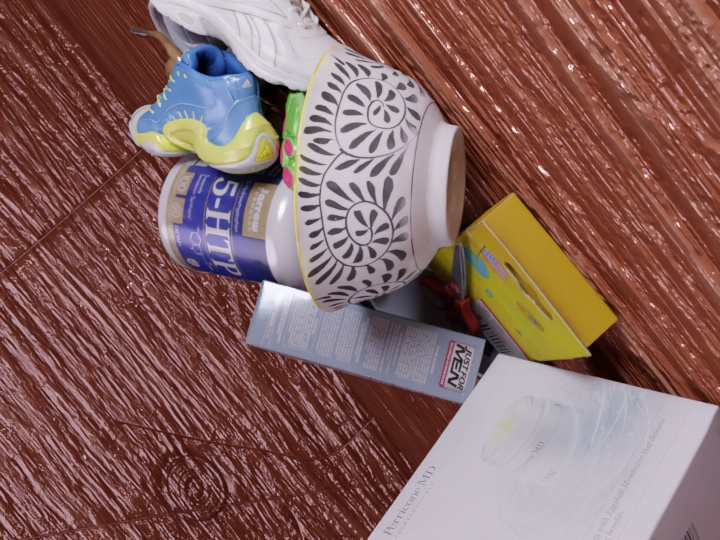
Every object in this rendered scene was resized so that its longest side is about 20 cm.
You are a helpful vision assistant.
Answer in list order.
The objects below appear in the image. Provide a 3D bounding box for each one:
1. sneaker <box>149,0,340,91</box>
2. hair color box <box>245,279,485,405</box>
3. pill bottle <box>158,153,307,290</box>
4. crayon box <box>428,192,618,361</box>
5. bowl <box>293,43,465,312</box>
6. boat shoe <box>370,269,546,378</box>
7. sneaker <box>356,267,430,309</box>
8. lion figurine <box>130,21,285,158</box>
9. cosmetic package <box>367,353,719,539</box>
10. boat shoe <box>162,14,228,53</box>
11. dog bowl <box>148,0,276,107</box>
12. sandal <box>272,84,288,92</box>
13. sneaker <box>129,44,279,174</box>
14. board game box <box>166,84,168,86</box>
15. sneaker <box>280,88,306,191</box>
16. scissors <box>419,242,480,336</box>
[{"bbox_3d":[-0.079,-0.222,0.734,0.199,0.100,0.078,29,-154,2],"label":"sneaker"},{"bbox_3d":[0.006,0.067,0.796,0.199,0.061,0.099,15,174,5],"label":"hair color box"},{"bbox_3d":[-0.078,-0.045,0.831,0.199,0.120,0.120,10,148,28],"label":"pill bottle"},{"bbox_3d":[0.127,0.012,0.716,0.127,0.051,0.200,51,171,0],"label":"crayon box"},{"bbox_3d":[0.026,-0.066,0.662,0.094,0.202,0.201,4,152,15],"label":"bowl"},{"bbox_3d":[0.092,0.057,0.888,0.199,0.074,0.068,26,172,-8],"label":"boat shoe"},{"bbox_3d":[0.000,0.000,0.925,0.200,0.146,0.081,54,-166,-32],"label":"sneaker"},{"bbox_3d":[-0.141,-0.175,0.880,0.199,0.073,0.123,30,-168,-24],"label":"lion figurine"},{"bbox_3d":[0.151,0.189,0.669,0.199,0.200,0.123,8,140,47],"label":"cosmetic package"},{"bbox_3d":[-0.154,-0.267,0.863,0.062,0.072,0.201,56,-168,-53],"label":"boat shoe"},{"bbox_3d":[-0.184,-0.268,1.083,0.200,0.059,0.200,48,169,12],"label":"dog bowl"},{"bbox_3d":[-0.072,-0.195,0.885,0.076,0.043,0.200,40,165,48],"label":"sandal"},{"bbox_3d":[-0.146,-0.155,0.797,0.199,0.076,0.106,18,122,40],"label":"sneaker"},{"bbox_3d":[-0.155,-0.125,1.031,0.200,0.061,0.201,-153,41,-84],"label":"board game box"},{"bbox_3d":[-0.026,-0.121,0.767,0.200,0.083,0.077,-96,13,-62],"label":"sneaker"},{"bbox_3d":[0.088,0.021,0.749,0.073,0.014,0.200,51,169,5],"label":"scissors"}]
